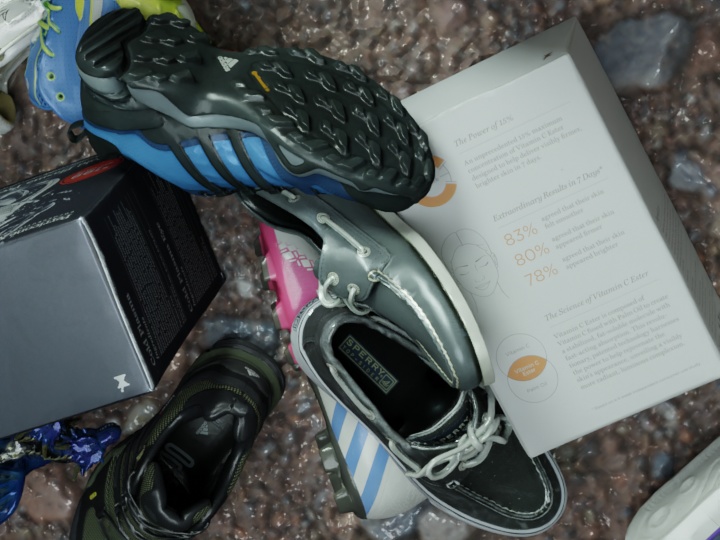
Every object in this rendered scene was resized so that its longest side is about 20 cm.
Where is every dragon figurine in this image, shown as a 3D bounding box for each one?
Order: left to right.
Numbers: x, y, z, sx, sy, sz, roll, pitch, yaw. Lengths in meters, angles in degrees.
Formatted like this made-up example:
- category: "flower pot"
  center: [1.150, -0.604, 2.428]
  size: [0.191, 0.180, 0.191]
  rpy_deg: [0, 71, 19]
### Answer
- category: "dragon figurine"
  center: [-0.228, 0.120, 1.262]
  size: [0.200, 0.099, 0.059]
  rpy_deg: [-30, 101, 16]

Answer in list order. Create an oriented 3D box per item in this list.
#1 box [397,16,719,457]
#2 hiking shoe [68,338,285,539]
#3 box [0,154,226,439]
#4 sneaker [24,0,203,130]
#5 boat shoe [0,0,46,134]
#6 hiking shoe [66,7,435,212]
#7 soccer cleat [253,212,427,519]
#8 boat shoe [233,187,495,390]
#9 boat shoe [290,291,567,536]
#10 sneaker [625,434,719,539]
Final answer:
- category: "box"
  center: [0.107, -0.019, 1.167]
  size: [0.124, 0.097, 0.200]
  rpy_deg: [-24, 103, 16]
- category: "hiking shoe"
  center: [-0.123, 0.132, 1.249]
  size: [0.076, 0.101, 0.200]
  rpy_deg: [33, 110, -2]
- category: "box"
  center: [-0.200, 0.019, 1.181]
  size: [0.200, 0.182, 0.104]
  rpy_deg: [-18, 105, 13]
- category: "sneaker"
  center: [-0.147, -0.139, 1.140]
  size: [0.105, 0.076, 0.200]
  rpy_deg: [-30, 126, -2]
- category: "boat shoe"
  center: [-0.230, -0.101, 1.205]
  size: [0.069, 0.071, 0.200]
  rpy_deg: [41, 108, -5]
- category: "hiking shoe"
  center: [-0.056, -0.073, 1.114]
  size: [0.200, 0.074, 0.087]
  rpy_deg: [22, 141, 7]
- category: "soccer cleat"
  center: [0.001, 0.049, 1.229]
  size: [0.086, 0.070, 0.200]
  rpy_deg: [-19, 107, -2]
- category: "boat shoe"
  center: [0.000, 0.000, 1.130]
  size: [0.062, 0.073, 0.200]
  rpy_deg: [-31, 58, -12]
- category: "boat shoe"
  center: [0.048, 0.085, 1.178]
  size: [0.074, 0.068, 0.199]
  rpy_deg: [-46, 108, -8]
- category: "sneaker"
  center: [0.269, 0.149, 1.215]
  size: [0.200, 0.081, 0.146]
  rpy_deg: [-41, 106, 15]
